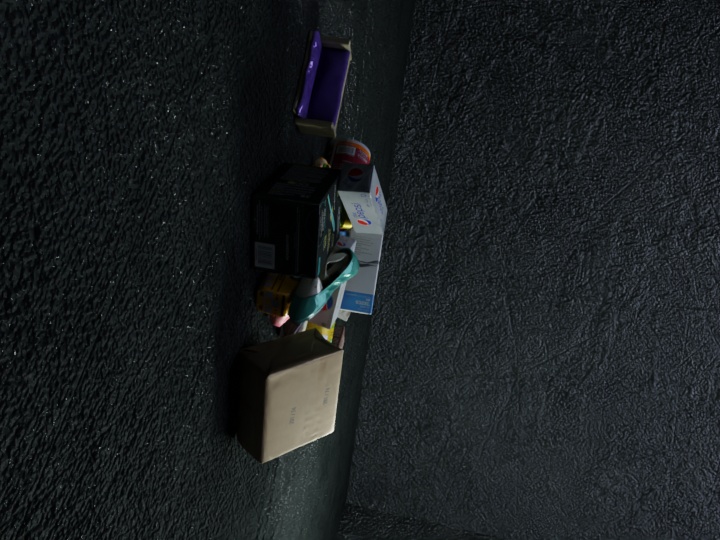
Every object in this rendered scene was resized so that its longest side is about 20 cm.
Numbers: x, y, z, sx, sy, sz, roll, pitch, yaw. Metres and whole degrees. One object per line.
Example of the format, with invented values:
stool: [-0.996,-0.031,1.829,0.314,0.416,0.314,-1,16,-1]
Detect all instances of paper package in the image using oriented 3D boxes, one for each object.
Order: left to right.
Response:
paper package: [-0.137,0.238,1.202,0.189,0.103,0.203,-14,120,-38]

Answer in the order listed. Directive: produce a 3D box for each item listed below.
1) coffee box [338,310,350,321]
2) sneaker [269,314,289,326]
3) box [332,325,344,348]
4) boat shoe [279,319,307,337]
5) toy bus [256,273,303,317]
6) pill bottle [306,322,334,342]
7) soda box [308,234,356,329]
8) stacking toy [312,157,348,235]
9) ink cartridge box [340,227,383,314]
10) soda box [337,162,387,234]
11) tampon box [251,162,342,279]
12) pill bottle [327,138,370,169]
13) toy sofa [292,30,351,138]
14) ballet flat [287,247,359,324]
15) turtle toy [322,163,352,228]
coffee box: [-0.058,0.048,1.677,0.200,0.113,0.081,116,-1,-64]
sneaker: [-0.156,0.039,1.342,0.201,0.073,0.087,-66,178,-50]
box: [-0.111,0.245,1.758,0.201,0.098,0.076,-72,169,-48]
boat shoe: [-0.142,0.074,1.424,0.065,0.071,0.203,82,23,-82]
toy bus: [-0.144,0.004,1.266,0.201,0.077,0.066,-72,174,-49]
pill bottle: [-0.111,0.092,1.514,0.111,0.109,0.204,23,77,-83]
soda box: [-0.067,0.022,1.347,0.064,0.067,0.203,-57,164,-62]
stacking toy: [-0.089,-0.168,1.475,0.110,0.114,0.204,-3,91,-85]
ink cartridge box: [0.000,0.000,1.502,0.145,0.082,0.204,104,-5,-86]
soda box: [0.007,-0.144,1.275,0.200,0.067,0.064,63,35,-67]
tampon box: [-0.116,-0.099,1.177,0.201,0.124,0.152,-67,163,-63]
pill bottle: [-0.045,-0.232,1.622,0.113,0.111,0.203,80,21,-69]
toy sofa: [-0.076,-0.388,1.290,0.098,0.081,0.203,73,27,-77]
ballet flat: [-0.077,0.019,1.208,0.200,0.067,0.071,-43,134,-35]
turtle toy: [-0.092,-0.134,1.363,0.101,0.144,0.204,21,-75,56]
